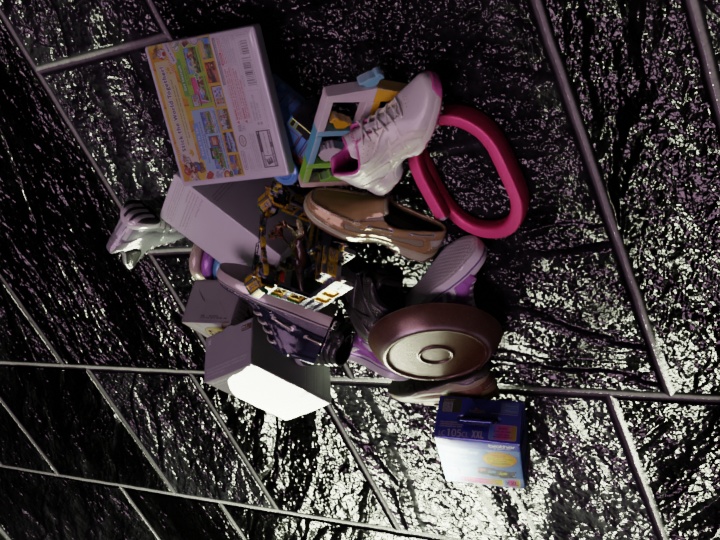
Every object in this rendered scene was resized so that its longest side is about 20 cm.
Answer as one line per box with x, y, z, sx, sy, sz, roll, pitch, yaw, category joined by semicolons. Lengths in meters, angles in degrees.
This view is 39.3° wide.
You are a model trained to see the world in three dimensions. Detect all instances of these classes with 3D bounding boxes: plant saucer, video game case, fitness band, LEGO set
0.110;0.112;1.470;0.197;0.035;0.201;-1;148;-1;plant saucer
-0.191;-0.219;1.367;0.180;0.023;0.202;-3;111;28;video game case
0.140;-0.125;1.318;0.143;0.038;0.201;-6;125;40;fitness band
-0.074;-0.044;1.412;0.153;0.202;0.116;29;145;-23;LEGO set

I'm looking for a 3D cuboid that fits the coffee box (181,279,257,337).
-0.186;0.092;1.683;0.112;0.081;0.200;0;154;35;coffee box

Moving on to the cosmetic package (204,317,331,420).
-0.146;0.161;1.612;0.106;0.091;0.199;-25;145;31;cosmetic package

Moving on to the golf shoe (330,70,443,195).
0.032;-0.171;1.262;0.091;0.076;0.201;7;139;-28;golf shoe

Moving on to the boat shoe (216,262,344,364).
-0.131;0.067;1.484;0.198;0.075;0.094;24;110;-1;boat shoe

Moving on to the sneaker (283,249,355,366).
-0.058;0.060;1.546;0.098;0.071;0.202;8;115;30;sneaker

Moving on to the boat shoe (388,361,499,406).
0.133;0.189;1.602;0.199;0.076;0.074;-12;126;43;boat shoe

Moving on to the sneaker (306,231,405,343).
0.000;0.000;1.495;0.200;0.076;0.114;57;137;17;sneaker

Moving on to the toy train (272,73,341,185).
-0.116;-0.209;1.398;0.200;0.087;0.114;40;132;0;toy train

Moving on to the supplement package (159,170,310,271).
-0.186;-0.087;1.539;0.199;0.117;0.118;37;141;1;supplement package

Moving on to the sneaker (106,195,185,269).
-0.339;-0.055;1.615;0.075;0.199;0.116;44;108;18;sneaker

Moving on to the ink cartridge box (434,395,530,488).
0.190;0.261;1.566;0.135;0.077;0.201;2;145;15;ink cartridge box

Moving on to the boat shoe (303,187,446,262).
0.023;-0.078;1.368;0.198;0.072;0.076;16;147;-10;boat shoe

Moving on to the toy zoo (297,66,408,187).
0.000;-0.183;1.312;0.201;0.130;0.021;113;146;-50;toy zoo

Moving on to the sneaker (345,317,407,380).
0.002;0.087;1.604;0.199;0.073;0.115;18;124;22;sneaker

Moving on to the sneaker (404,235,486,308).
0.150;0.031;1.452;0.113;0.073;0.201;25;139;-14;sneaker

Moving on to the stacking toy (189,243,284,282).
-0.178;-0.001;1.653;0.198;0.086;0.086;18;137;16;stacking toy
